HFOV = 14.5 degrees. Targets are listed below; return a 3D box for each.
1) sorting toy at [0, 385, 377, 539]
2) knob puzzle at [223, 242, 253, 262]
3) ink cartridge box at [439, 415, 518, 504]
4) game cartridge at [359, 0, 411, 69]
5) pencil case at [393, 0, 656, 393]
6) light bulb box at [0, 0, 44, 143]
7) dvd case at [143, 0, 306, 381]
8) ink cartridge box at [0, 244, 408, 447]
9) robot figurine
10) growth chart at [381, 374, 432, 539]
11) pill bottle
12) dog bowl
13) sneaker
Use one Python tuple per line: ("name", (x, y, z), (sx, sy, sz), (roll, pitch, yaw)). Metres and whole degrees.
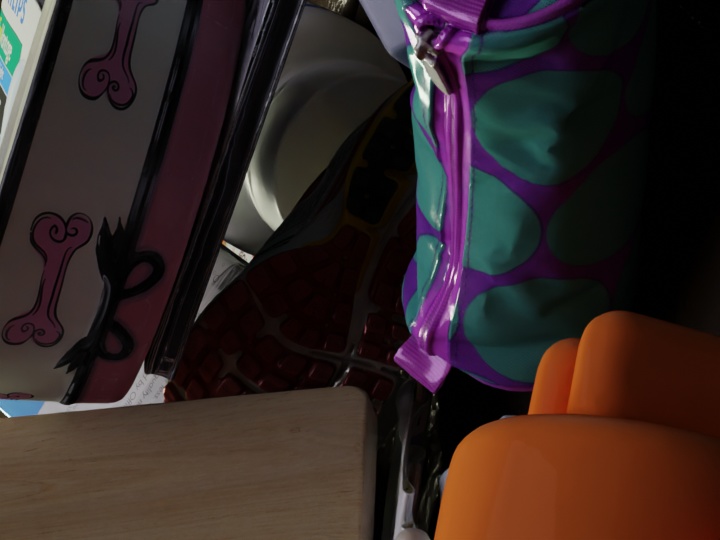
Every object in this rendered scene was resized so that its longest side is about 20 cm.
("sorting toy", (-0.089, 0.154, 1.054), (0.070, 0.199, 0.200), (66, -157, -54))
("knob puzzle", (-0.044, -0.028, 1.397), (0.220, 0.030, 0.221), (-46, 34, 45))
("ink cartridge box", (0.038, 0.159, 1.025), (0.200, 0.047, 0.161), (131, 143, -61))
("game cartridge", (0.017, -0.145, 1.011), (0.040, 0.133, 0.201), (-35, 57, 23))
("pencil case", (0.049, -0.047, 0.907), (0.085, 0.092, 0.200), (38, 154, 28))
("light bulb box", (-0.145, -0.059, 1.618), (0.198, 0.124, 0.201), (-129, 47, -69))
("dvd case", (-0.045, -0.074, 1.095), (0.149, 0.016, 0.201), (-93, 22, -70))
("ink cartridge box", (-0.058, 0.061, 1.206), (0.200, 0.068, 0.116), (35, 92, 44))
("robot figurine", (0.069, 0.115, 0.779), (0.143, 0.116, 0.201), (0, 71, 38))
("growth chart", (0.015, 0.115, 1.083), (0.200, 0.018, 0.145), (-82, -1, -63))
("pill bottle", (-0.044, -0.067, 1.261), (0.200, 0.112, 0.113), (33, 116, 59))
("dog bowl", (-0.102, -0.038, 1.090), (0.200, 0.073, 0.201), (-162, 90, -81))
("sneaker", (0.000, 0.000, 1.112), (0.200, 0.078, 0.082), (-48, 7, 9))
